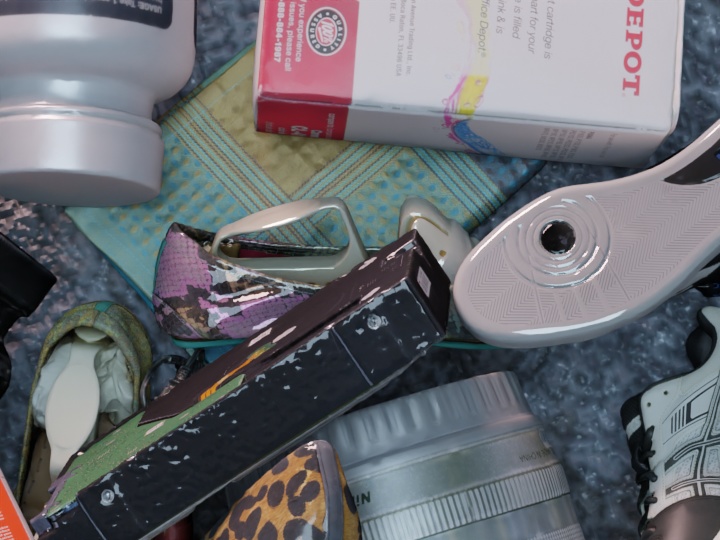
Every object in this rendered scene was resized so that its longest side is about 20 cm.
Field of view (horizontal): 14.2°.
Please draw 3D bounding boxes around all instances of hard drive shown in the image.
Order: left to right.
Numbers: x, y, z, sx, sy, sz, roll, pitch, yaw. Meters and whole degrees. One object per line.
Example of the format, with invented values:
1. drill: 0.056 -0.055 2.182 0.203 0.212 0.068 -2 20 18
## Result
1. hard drive: -0.050 0.059 1.291 0.199 0.140 0.038 -33 96 6

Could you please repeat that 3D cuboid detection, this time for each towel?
1. towel: -0.028 -0.042 1.433 0.200 0.022 0.147 -40 85 -4

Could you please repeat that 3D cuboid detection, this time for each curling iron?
1. curling iron: -0.098 0.135 1.404 0.025 0.050 0.201 10 98 21

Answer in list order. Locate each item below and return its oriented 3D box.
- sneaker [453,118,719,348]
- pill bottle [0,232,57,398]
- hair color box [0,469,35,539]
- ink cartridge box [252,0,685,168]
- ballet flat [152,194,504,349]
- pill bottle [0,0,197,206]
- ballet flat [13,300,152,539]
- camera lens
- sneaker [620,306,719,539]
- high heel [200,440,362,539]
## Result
1. sneaker: 0.139 -0.004 1.373 0.199 0.112 0.073 -27 68 -6
2. pill bottle: -0.238 0.057 1.386 0.112 0.112 0.200 37 86 5
3. hair color box: -0.169 0.145 1.268 0.061 0.200 0.102 -19 122 -12
4. ink cartridge box: 0.052 -0.134 1.392 0.199 0.086 0.149 6 79 -4
5. ballet flat: 0.000 0.000 1.379 0.198 0.069 0.072 0 110 -3
6. pill bottle: -0.137 -0.138 1.391 0.119 0.120 0.201 2 80 3
7. ballet flat: -0.141 0.113 1.399 0.070 0.071 0.201 8 85 3
8. camera lens: 0.033 0.163 1.339 0.159 0.160 0.201 -17 84 1
9. sneaker: 0.153 0.101 1.365 0.087 0.076 0.200 27 54 11
10. high heel: -0.065 0.124 1.285 0.071 0.200 0.144 8 100 -33
